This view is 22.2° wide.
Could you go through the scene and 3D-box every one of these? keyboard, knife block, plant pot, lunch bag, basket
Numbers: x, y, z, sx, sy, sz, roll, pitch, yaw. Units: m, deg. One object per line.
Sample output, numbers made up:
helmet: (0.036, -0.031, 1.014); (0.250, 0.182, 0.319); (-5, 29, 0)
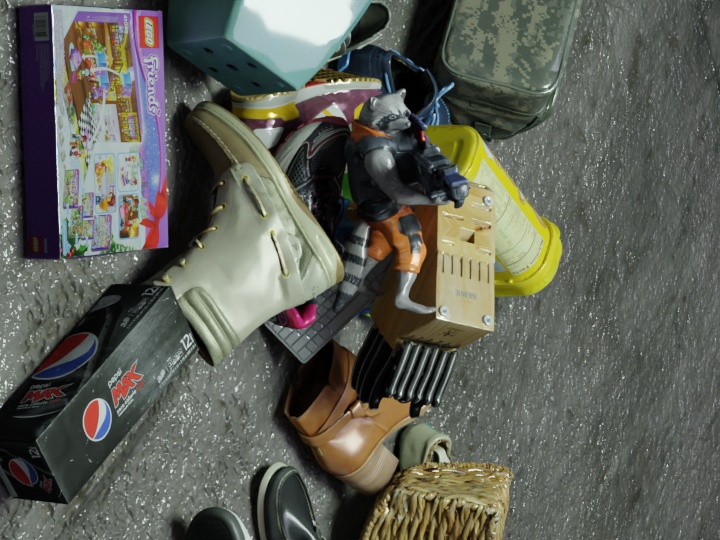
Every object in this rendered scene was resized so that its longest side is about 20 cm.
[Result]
keyboard: (0.000, 0.000, 1.707); (0.056, 0.200, 0.011); (46, 6, -4)
knife block: (0.052, 0.030, 1.700); (0.064, 0.175, 0.201); (13, 66, -28)
plant pot: (-0.074, -0.260, 1.576); (0.141, 0.141, 0.200); (34, 71, -35)
lunch bag: (0.158, -0.253, 1.973); (0.168, 0.139, 0.200); (107, -2, -72)
basket: (0.068, 0.298, 1.867); (0.149, 0.142, 0.201); (-50, 149, -75)

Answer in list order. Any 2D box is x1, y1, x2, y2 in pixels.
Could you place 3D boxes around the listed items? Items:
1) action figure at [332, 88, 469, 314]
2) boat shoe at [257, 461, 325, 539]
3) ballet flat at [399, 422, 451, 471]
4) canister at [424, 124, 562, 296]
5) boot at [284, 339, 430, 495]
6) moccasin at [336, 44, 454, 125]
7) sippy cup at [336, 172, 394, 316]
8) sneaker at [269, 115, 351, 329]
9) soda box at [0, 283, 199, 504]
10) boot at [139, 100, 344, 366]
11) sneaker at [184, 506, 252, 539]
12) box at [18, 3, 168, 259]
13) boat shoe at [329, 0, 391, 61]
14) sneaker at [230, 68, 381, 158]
action figure: (0.027, -0.060, 1.595); (0.200, 0.104, 0.194); (-145, -128, -75)
boat shoe: (-0.046, 0.272, 1.747); (0.072, 0.067, 0.200); (-38, 121, -49)
ballet flat: (0.071, 0.262, 1.930); (0.069, 0.069, 0.201); (-7, 98, -57)
canister: (0.101, -0.061, 1.883); (0.200, 0.148, 0.087); (48, 52, -45)
boot: (0.003, 0.105, 1.811); (0.155, 0.074, 0.200); (49, 50, -42)
moccasin: (0.047, -0.171, 1.862); (0.200, 0.068, 0.081); (21, 73, -59)
sippy cup: (0.026, -0.016, 1.783); (0.178, 0.130, 0.140); (11, 83, -58)
sneaker: (-0.044, -0.044, 1.659); (0.081, 0.075, 0.200); (-3, 116, -45)
soda box: (-0.215, 0.095, 1.474); (0.200, 0.063, 0.071); (-53, 133, -43)
boot: (-0.129, -0.034, 1.579); (0.155, 0.072, 0.200); (-35, 84, -16)
sneaker: (-0.098, 0.281, 1.668); (0.108, 0.067, 0.202); (-41, 128, -50)
box: (-0.214, -0.112, 1.485); (0.137, 0.039, 0.201); (-8, 98, -56)
boat shoe: (-0.042, -0.230, 1.724); (0.200, 0.064, 0.071); (-29, 116, -52)
sneaker: (-0.053, -0.136, 1.717); (0.200, 0.075, 0.090); (-16, 114, -50)
